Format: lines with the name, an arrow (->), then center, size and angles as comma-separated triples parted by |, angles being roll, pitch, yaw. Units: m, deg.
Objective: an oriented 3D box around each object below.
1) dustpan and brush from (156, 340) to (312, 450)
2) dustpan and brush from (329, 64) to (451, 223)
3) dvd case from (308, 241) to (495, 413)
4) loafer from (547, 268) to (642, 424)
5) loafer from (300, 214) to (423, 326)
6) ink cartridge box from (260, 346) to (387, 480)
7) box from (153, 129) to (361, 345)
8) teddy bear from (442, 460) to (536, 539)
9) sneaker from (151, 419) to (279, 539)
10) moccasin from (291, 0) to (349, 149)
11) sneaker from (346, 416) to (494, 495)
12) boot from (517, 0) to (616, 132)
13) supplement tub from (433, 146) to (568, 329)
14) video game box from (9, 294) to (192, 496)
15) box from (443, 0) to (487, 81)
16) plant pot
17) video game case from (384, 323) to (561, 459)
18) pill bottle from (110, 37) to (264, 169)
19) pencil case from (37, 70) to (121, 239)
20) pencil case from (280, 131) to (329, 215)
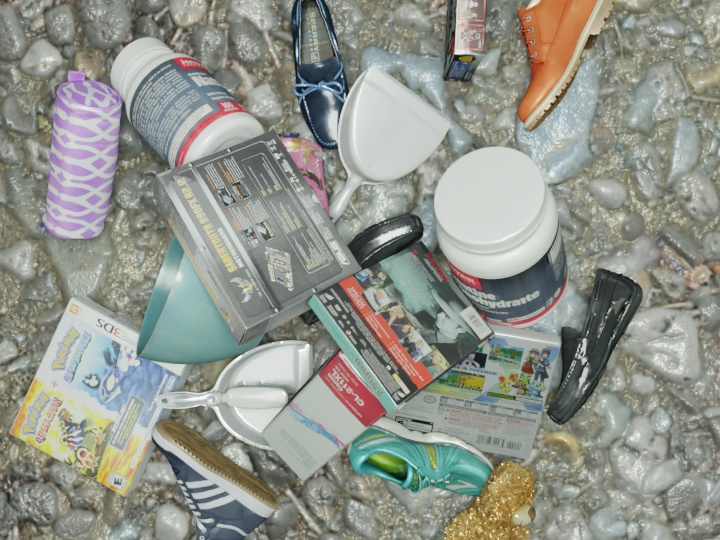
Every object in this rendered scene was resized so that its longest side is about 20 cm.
dustpan and brush -> -0.161, 0.164, 1.009 | 0.195, 0.057, 0.143 | -1, 90, 3
dustpan and brush -> 0.010, -0.140, 1.006 | 0.138, 0.057, 0.203 | 29, 93, -21
dvd case -> 0.052, 0.054, 0.862 | 0.147, 0.198, 0.022 | 51, 134, 11
loafer -> 0.283, 0.096, 0.986 | 0.069, 0.068, 0.204 | 28, 90, 17
loafer -> 0.000, 0.000, 0.998 | 0.198, 0.068, 0.071 | -32, 66, 9
ink cartridge box -> -0.013, 0.137, 0.915 | 0.083, 0.146, 0.200 | 44, 131, 1
box -> -0.114, -0.042, 0.869 | 0.157, 0.048, 0.202 | -27, 76, -29
teddy bear -> 0.155, 0.335, 0.972 | 0.200, 0.067, 0.145 | -43, 126, 3
sneaker -> -0.208, 0.284, 0.996 | 0.199, 0.070, 0.109 | 41, 95, -21
moccasin -> -0.059, -0.257, 1.002 | 0.079, 0.068, 0.205 | -15, 92, 3
sneaker -> 0.074, 0.251, 0.985 | 0.196, 0.080, 0.079 | 15, 115, -6
boot -> 0.233, -0.277, 0.989 | 0.106, 0.075, 0.203 | 28, 84, 5
supplement tub -> 0.166, -0.033, 0.913 | 0.137, 0.201, 0.143 | -10, 58, 16
video game box -> -0.341, 0.164, 1.036 | 0.179, 0.047, 0.203 | 26, 92, 5
box -> 0.130, -0.348, 0.957 | 0.039, 0.137, 0.205 | 3, 90, 0
plant pot -> -0.179, 0.031, 0.965 | 0.133, 0.200, 0.204 | 22, 92, -19
video game case -> 0.134, 0.146, 0.980 | 0.195, 0.022, 0.186 | 9, 119, 4
pill bottle -> -0.220, -0.196, 0.970 | 0.120, 0.119, 0.200 | -46, 68, 3
pencil case -> -0.352, -0.137, 0.985 | 0.086, 0.083, 0.203 | 49, 129, 41
pencil case -> -0.076, -0.067, 0.971 | 0.081, 0.086, 0.204 | 7, 64, -36
